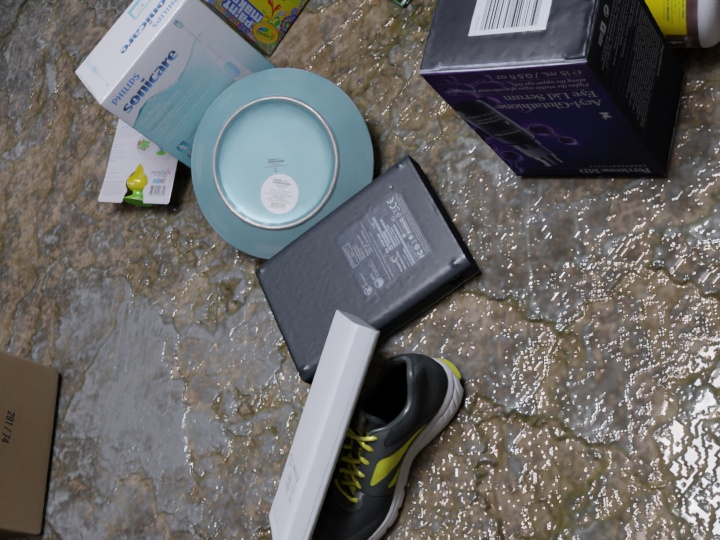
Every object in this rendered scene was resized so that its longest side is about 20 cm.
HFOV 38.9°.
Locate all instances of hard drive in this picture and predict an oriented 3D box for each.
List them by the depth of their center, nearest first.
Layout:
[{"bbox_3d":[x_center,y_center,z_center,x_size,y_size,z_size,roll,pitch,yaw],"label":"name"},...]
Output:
[{"bbox_3d":[-0.035,0.138,0.885,0.132,0.026,0.200,-160,89,-82],"label":"hard drive"},{"bbox_3d":[0.000,0.000,0.987,0.200,0.033,0.140,-36,59,15],"label":"hard drive"}]

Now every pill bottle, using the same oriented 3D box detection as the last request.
[{"bbox_3d":[0.218,-0.252,0.896,0.200,0.109,0.109,8,73,26],"label":"pill bottle"}]

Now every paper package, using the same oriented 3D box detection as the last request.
[{"bbox_3d":[-0.438,0.183,1.107,0.103,0.191,0.200,-15,62,29],"label":"paper package"}]

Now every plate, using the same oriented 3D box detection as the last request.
[{"bbox_3d":[-0.085,-0.110,1.048,0.200,0.026,0.201,0,91,13],"label":"plate"}]

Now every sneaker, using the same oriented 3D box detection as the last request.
[{"bbox_3d":[0.007,0.153,0.884,0.074,0.085,0.200,27,85,40],"label":"sneaker"}]

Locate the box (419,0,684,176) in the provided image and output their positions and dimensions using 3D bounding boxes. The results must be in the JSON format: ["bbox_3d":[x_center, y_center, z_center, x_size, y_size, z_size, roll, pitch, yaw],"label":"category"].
[{"bbox_3d":[0.166,-0.164,0.850,0.148,0.200,0.104,3,71,37],"label":"box"}]

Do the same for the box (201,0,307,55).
[{"bbox_3d":[-0.147,-0.396,1.226,0.200,0.122,0.193,36,91,40],"label":"box"}]

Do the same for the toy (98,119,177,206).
[{"bbox_3d":[-0.242,-0.171,1.234,0.115,0.047,0.200,4,74,32],"label":"toy"}]

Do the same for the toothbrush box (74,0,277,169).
[{"bbox_3d":[-0.178,-0.200,1.101,0.146,0.200,0.085,-49,48,6],"label":"toothbrush box"}]

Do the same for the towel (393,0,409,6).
[{"bbox_3d":[0.064,-0.405,1.149,0.200,0.023,0.153,-51,49,4],"label":"towel"}]
